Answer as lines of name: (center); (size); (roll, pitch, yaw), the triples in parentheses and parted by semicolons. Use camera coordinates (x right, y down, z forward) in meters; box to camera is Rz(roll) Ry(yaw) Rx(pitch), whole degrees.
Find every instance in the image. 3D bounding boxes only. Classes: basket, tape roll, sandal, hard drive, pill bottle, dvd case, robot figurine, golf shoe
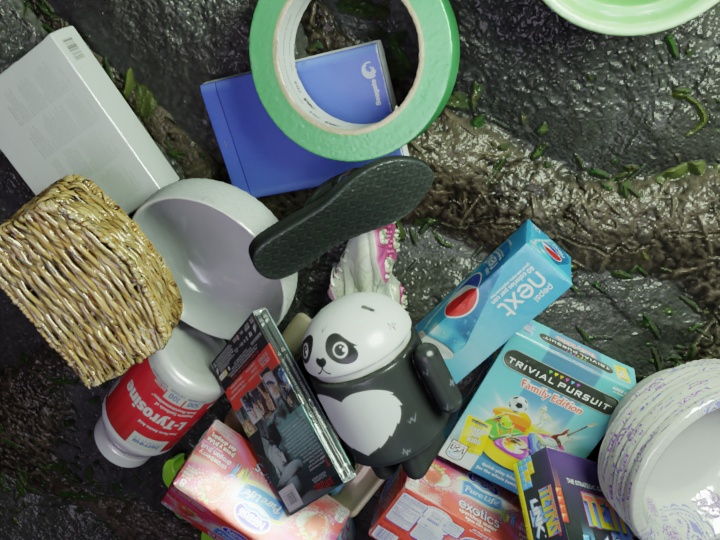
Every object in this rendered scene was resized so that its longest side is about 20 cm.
basket: (-0.282, -0.006, 0.861); (0.142, 0.149, 0.201); (-30, 108, 15)
tape roll: (-0.007, -0.207, 0.750); (0.198, 0.048, 0.203); (5, 108, 15)
sandal: (-0.024, -0.064, 0.779); (0.199, 0.048, 0.076); (-28, 138, 0)
hard drive: (-0.058, -0.153, 0.832); (0.198, 0.025, 0.133); (-8, 114, 19)
pill bottle: (-0.254, 0.161, 0.995); (0.112, 0.112, 0.200); (40, 119, -7)
dvd case: (-0.091, 0.159, 0.864); (0.201, 0.022, 0.146); (60, 141, 14)
robot figurine: (0.017, 0.121, 0.819); (0.149, 0.125, 0.201); (-24, 109, -1)
golf shoe: (0.000, 0.000, 0.870); (0.091, 0.075, 0.202); (1, 116, 18)

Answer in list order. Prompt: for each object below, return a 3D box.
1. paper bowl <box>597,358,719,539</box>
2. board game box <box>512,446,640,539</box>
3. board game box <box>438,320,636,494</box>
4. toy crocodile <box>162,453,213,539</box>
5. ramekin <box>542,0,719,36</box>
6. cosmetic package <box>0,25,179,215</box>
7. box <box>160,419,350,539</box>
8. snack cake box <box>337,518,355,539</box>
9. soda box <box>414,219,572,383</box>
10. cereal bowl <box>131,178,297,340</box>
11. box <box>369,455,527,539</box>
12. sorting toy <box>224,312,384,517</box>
paper bowl: (0.341, 0.184, 0.828); (0.198, 0.104, 0.203); (-8, 118, -15)
board game box: (0.265, 0.296, 0.853); (0.199, 0.167, 0.057); (22, 136, -32)
board game box: (0.200, 0.167, 0.916); (0.150, 0.047, 0.201); (25, 120, 1)
toy crocodile: (-0.195, 0.319, 1.057); (0.199, 0.067, 0.062); (33, 121, 37)
ramekin: (0.224, -0.302, 0.639); (0.198, 0.098, 0.202); (6, 118, 12)
cosmetic package: (-0.324, -0.146, 0.891); (0.150, 0.052, 0.201); (-25, 108, 23)
box: (-0.126, 0.282, 0.939); (0.199, 0.096, 0.100); (35, 145, -2)
snack cake box: (-0.083, 0.290, 1.042); (0.114, 0.067, 0.202); (-4, 115, 16)
soda box: (0.135, 0.043, 0.859); (0.068, 0.064, 0.200); (40, 119, -7)
cereal bowl: (-0.154, -0.021, 0.879); (0.198, 0.084, 0.201); (16, 134, 17)
box: (0.124, 0.312, 0.973); (0.199, 0.096, 0.100); (30, 121, -2)
sorting toy: (-0.042, 0.176, 0.927); (0.199, 0.036, 0.186); (36, 109, 0)
